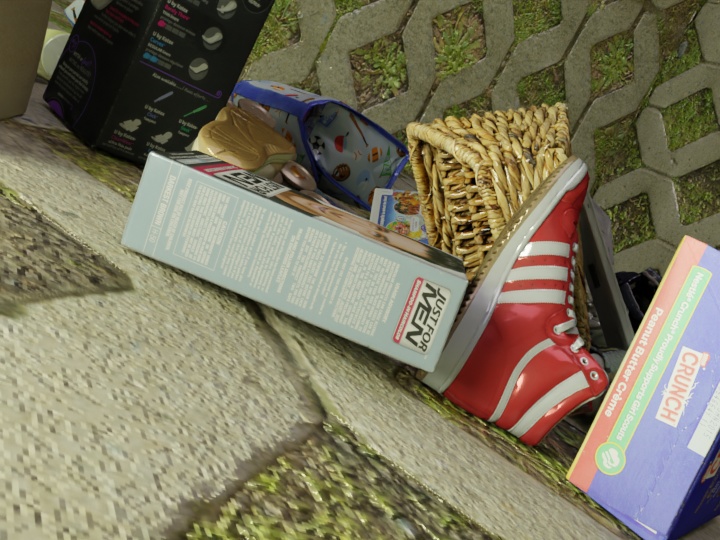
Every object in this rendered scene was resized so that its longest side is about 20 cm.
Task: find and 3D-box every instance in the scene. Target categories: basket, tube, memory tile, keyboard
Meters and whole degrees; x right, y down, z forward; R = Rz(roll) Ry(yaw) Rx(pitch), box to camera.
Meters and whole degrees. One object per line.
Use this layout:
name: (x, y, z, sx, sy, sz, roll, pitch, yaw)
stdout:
basket: (0.115, -0.023, 0.733, 0.146, 0.203, 0.143, -5, 28, 15)
tube: (-0.335, -0.248, 0.971, 0.051, 0.059, 0.200, -15, 20, -14)
memory tile: (-0.111, -0.118, 0.861, 0.152, 0.017, 0.201, 9, 38, -49)
keyboard: (0.217, 0.003, 0.780, 0.010, 0.204, 0.056, -15, -7, -4)

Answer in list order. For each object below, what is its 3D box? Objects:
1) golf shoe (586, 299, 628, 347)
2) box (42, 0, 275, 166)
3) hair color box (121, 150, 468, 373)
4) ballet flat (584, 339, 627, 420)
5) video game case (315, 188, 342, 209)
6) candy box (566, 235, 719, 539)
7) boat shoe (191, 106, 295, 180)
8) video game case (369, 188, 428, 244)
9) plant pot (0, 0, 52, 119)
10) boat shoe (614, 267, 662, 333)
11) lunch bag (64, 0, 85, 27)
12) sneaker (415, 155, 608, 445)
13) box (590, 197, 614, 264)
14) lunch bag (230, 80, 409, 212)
golf shoe: (0.238, 0.083, 0.935, 0.099, 0.077, 0.200, 64, -7, -4)
box: (-0.173, -0.202, 0.746, 0.105, 0.202, 0.122, 17, 15, -48)
hair color box: (-0.035, -0.011, 0.534, 0.197, 0.062, 0.099, 23, 10, 1)
ballet flat: (0.197, 0.092, 0.763, 0.070, 0.070, 0.200, 14, 7, -8)
video game case: (-0.099, -0.093, 0.944, 0.198, 0.024, 0.182, 22, 12, -33)
candy box: (0.235, 0.084, 0.580, 0.076, 0.171, 0.199, 30, 9, 32)
boat shoe: (-0.109, -0.089, 0.728, 0.073, 0.070, 0.200, 35, 17, -1)
video game case: (0.107, -0.042, 0.915, 0.196, 0.018, 0.144, 6, 33, 3)
plant pot: (-0.301, -0.223, 0.558, 0.197, 0.179, 0.200, 27, 11, -13)
boat shoe: (0.319, 0.088, 0.891, 0.202, 0.074, 0.093, 56, -6, 8)
lunch bag: (-0.235, -0.233, 0.973, 0.160, 0.076, 0.200, 42, -1, 14)
sneaker: (0.133, 0.023, 0.590, 0.112, 0.201, 0.071, 34, -19, 3)
box: (0.195, -0.034, 1.041, 0.197, 0.061, 0.116, -10, -18, 31)
lunch bag: (-0.062, -0.174, 1.129, 0.169, 0.125, 0.199, 27, -4, 43)
